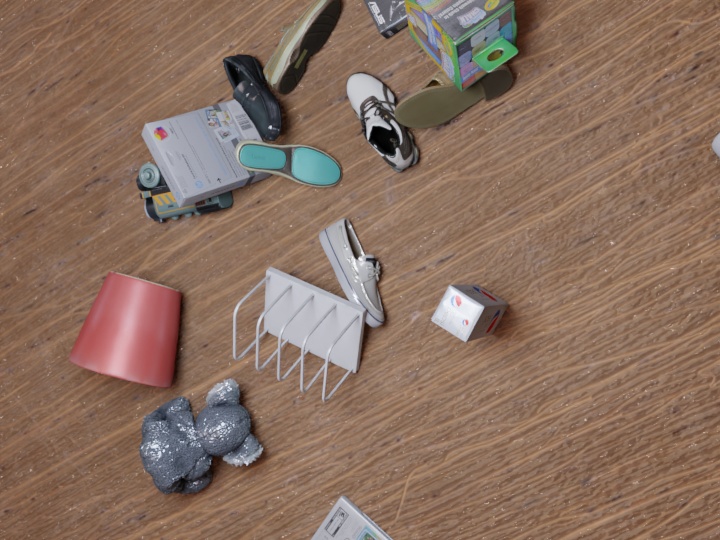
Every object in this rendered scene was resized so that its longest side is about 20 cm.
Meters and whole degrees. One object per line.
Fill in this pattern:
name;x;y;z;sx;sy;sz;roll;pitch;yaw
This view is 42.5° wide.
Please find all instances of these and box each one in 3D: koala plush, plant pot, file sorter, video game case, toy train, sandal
koala plush;-0.284;0.303;1.678;0.196;0.184;0.181;-20;83;6
plant pot;-0.423;0.106;1.720;0.196;0.200;0.181;13;85;19
file sorter;-0.109;0.116;1.603;0.197;0.125;0.141;22;130;19
video game case;-0.020;0.538;1.645;0.181;0.024;0.202;38;100;16
toy train;-0.331;-0.157;1.742;0.196;0.085;0.117;-10;95;19
sandal;0.154;-0.312;1.584;0.207;0.078;0.071;-19;45;8

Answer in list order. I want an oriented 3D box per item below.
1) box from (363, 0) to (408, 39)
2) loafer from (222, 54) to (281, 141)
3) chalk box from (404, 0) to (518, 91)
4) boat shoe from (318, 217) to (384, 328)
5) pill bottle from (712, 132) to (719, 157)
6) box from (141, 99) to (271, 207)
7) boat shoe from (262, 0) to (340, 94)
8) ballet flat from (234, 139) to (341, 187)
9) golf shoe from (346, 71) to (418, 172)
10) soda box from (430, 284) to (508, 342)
box;0.062;-0.536;1.620;0.156;0.048;0.203;-28;80;18
loafer;-0.197;-0.312;1.668;0.068;0.069;0.203;-56;48;41
chalk box;0.175;-0.392;1.501;0.123;0.124;0.201;-33;64;-6
boat shoe;0.000;0.000;1.626;0.069;0.071;0.203;-33;72;19
pill bottle;0.627;-0.149;1.375;0.110;0.110;0.201;-40;76;14
box;-0.271;-0.215;1.668;0.158;0.198;0.041;60;145;10
boat shoe;-0.115;-0.424;1.675;0.076;0.071;0.201;43;103;27
ballet flat;-0.131;-0.196;1.665;0.196;0.069;0.071;14;94;-15
golf shoe;0.031;-0.267;1.604;0.077;0.094;0.202;-37;76;16
soda box;0.179;0.066;1.487;0.067;0.199;0.065;31;100;17
